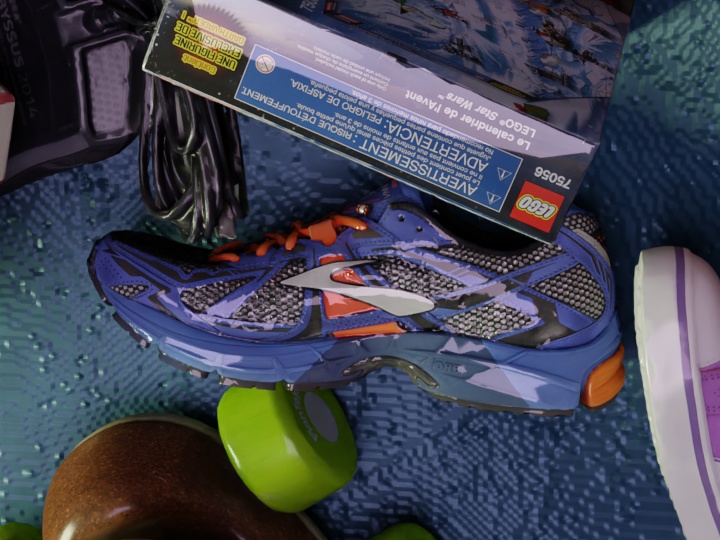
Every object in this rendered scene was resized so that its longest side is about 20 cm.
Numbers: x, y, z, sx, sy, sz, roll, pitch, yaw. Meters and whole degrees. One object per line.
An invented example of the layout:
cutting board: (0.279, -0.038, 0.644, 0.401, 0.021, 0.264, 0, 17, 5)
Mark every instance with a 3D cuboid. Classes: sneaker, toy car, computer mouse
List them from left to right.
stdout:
computer mouse: (-0.106, -0.071, 1.054, 0.200, 0.053, 0.139, -8, 96, 49)
toy car: (-0.070, 0.153, 1.091, 0.164, 0.200, 0.158, -32, 103, 20)
sneaker: (0.000, 0.000, 1.096, 0.199, 0.075, 0.079, 5, 104, -1)
sneaker: (0.168, 0.068, 1.092, 0.114, 0.073, 0.201, -15, 119, 11)

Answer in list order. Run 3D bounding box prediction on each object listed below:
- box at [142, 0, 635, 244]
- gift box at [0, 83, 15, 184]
box: (0.017, -0.084, 0.980, 0.137, 0.200, 0.040, 24, 113, 0)
gift box: (-0.248, -0.032, 1.040, 0.200, 0.184, 0.187, 37, 124, 39)
